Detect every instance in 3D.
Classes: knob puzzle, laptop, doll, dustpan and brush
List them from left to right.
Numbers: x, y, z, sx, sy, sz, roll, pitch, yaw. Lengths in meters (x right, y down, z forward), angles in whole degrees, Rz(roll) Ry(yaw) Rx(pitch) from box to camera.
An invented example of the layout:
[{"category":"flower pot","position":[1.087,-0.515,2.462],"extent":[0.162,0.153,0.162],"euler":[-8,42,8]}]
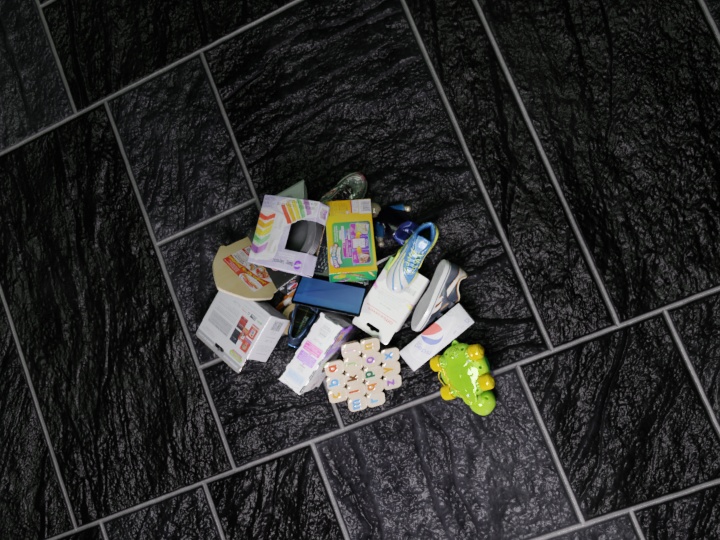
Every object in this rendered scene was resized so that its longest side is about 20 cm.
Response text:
[{"category":"knob puzzle","position":[-0.307,0.011,1.574],"extent":[0.220,0.219,0.030],"euler":[45,131,10]},{"category":"dustpan and brush","position":[-0.189,-0.127,1.560],"extent":[0.139,0.057,0.201],"euler":[-24,75,30]},{"category":"laptop","position":[-0.064,-0.004,1.488],"extent":[0.176,0.103,0.201],"euler":[11,94,4]},{"category":"doll","position":[0.095,-0.109,1.552],"extent":[0.200,0.048,0.137],"euler":[40,77,12]}]

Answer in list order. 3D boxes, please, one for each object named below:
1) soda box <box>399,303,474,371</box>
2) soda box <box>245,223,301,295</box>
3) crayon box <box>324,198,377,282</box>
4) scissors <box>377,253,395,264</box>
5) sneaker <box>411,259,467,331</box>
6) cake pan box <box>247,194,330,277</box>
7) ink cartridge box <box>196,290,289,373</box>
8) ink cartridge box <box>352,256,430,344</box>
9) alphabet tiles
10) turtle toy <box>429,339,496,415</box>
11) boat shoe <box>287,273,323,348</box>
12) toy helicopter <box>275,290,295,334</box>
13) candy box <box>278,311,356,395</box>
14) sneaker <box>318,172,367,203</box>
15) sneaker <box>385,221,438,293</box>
[{"category":"soda box","position":[0.195,0.168,1.513],"extent":[0.200,0.068,0.064],"euler":[-40,81,8]},{"category":"soda box","position":[-0.225,-0.036,1.584],"extent":[0.071,0.063,0.200],"euler":[-35,65,8]},{"category":"crayon box","position":[-0.026,-0.076,1.479],"extent":[0.118,0.058,0.201],"euler":[-4,70,-3]},{"category":"scissors","position":[0.000,0.000,1.550],"extent":[0.200,0.073,0.014],"euler":[-37,41,18]},{"category":"sneaker","position":[0.202,0.076,1.508],"extent":[0.079,0.078,0.201],"euler":[22,107,-16]},{"category":"cake pan box","position":[-0.178,-0.089,1.490],"extent":[0.199,0.052,0.185],"euler":[13,89,34]},{"category":"ink cartridge box","position":[-0.316,0.150,1.577],"extent":[0.200,0.084,0.176],"euler":[34,95,32]},{"category":"ink cartridge box","position":[0.079,0.079,1.540],"extent":[0.117,0.067,0.200],"euler":[33,93,10]},{"category":"alphabet tiles","position":[0.008,0.264,1.514],"extent":[0.195,0.015,0.201],"euler":[-12,114,-13]},{"category":"turtle toy","position":[0.271,0.266,1.475],"extent":[0.145,0.101,0.201],"euler":[-22,86,33]},{"category":"boat shoe","position":[-0.129,0.099,1.513],"extent":[0.084,0.069,0.201],"euler":[12,68,2]},{"category":"toy helicopter","position":[-0.146,0.084,1.594],"extent":[0.132,0.079,0.200],"euler":[31,83,20]},{"category":"candy box","position":[-0.104,0.206,1.520],"extent":[0.071,0.168,0.200],"euler":[33,94,12]},{"category":"sneaker","position":[-0.061,-0.178,1.573],"extent":[0.200,0.075,0.081],"euler":[-44,90,4]},{"category":"sneaker","position":[0.124,-0.041,1.456],"extent":[0.076,0.105,0.200],"euler":[28,80,9]}]
